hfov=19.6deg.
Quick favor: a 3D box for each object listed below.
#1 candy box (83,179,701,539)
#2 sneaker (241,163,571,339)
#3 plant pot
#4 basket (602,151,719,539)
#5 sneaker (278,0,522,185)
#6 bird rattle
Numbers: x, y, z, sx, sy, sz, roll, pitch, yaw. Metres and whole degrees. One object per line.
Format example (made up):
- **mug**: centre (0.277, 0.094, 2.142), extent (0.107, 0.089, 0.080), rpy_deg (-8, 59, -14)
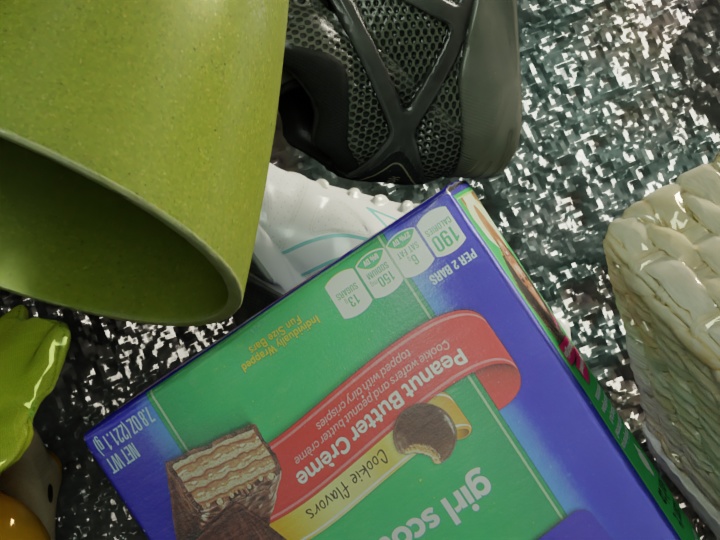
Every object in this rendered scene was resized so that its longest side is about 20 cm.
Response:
- **candy box**: centre (0.023, 0.095, 0.779), extent (0.169, 0.077, 0.200), rpy_deg (-34, 91, 12)
- **sneaker**: centre (0.000, 0.000, 0.858), extent (0.200, 0.070, 0.080), rpy_deg (41, 73, 1)
- **plant pot**: centre (-0.096, -0.110, 0.703), extent (0.186, 0.187, 0.201), rpy_deg (18, 73, 4)
- **basket**: centre (0.222, 0.035, 0.767), extent (0.198, 0.161, 0.200), rpy_deg (-32, 48, -8)
- **sneaker**: centre (-0.003, -0.129, 0.774), extent (0.114, 0.076, 0.200), rpy_deg (-7, 103, -22)
- **bird rattle**: centre (-0.146, 0.115, 0.770), extent (0.112, 0.163, 0.201), rpy_deg (-6, 72, 11)
